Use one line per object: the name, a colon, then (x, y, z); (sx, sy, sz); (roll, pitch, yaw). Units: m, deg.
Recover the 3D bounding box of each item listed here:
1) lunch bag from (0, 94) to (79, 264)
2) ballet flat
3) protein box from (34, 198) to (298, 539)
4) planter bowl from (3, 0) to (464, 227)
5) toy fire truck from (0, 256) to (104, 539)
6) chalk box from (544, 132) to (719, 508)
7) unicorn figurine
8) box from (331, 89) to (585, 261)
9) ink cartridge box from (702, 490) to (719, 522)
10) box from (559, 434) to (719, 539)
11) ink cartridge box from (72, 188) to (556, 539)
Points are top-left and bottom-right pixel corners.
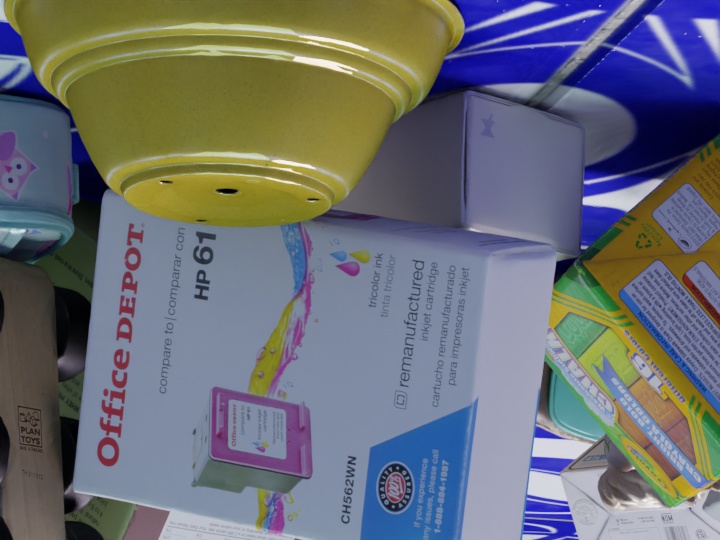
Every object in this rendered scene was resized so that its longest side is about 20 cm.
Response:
lunch bag: (-0.227, -0.033, 1.482); (0.159, 0.078, 0.200); (8, 166, -23)
ballet flat: (0.109, 0.071, 1.936); (0.199, 0.068, 0.072); (6, -173, -16)
protein box: (-0.119, 0.092, 1.577); (0.134, 0.201, 0.198); (14, -167, -42)
planter bowl: (-0.056, -0.068, 1.293); (0.199, 0.084, 0.200); (2, 167, 1)
toy fire truck: (-0.221, 0.097, 1.475); (0.199, 0.177, 0.128); (-12, 166, 32)
chalk box: (0.167, 0.027, 1.481); (0.124, 0.125, 0.200); (-40, 174, -14)
unicorn figurine: (0.185, 0.069, 1.690); (0.137, 0.074, 0.200); (-27, -173, 41)
box: (0.015, -0.030, 1.479); (0.082, 0.069, 0.199); (13, 163, -36)
ink cartridge box: (0.281, 0.073, 1.657); (0.083, 0.146, 0.200); (30, 159, -7)
box: (0.222, 0.106, 1.844); (0.116, 0.060, 0.200); (-8, -164, 39)
ink cartridge box: (-0.024, 0.046, 1.375); (0.199, 0.146, 0.085); (9, -174, 26)
